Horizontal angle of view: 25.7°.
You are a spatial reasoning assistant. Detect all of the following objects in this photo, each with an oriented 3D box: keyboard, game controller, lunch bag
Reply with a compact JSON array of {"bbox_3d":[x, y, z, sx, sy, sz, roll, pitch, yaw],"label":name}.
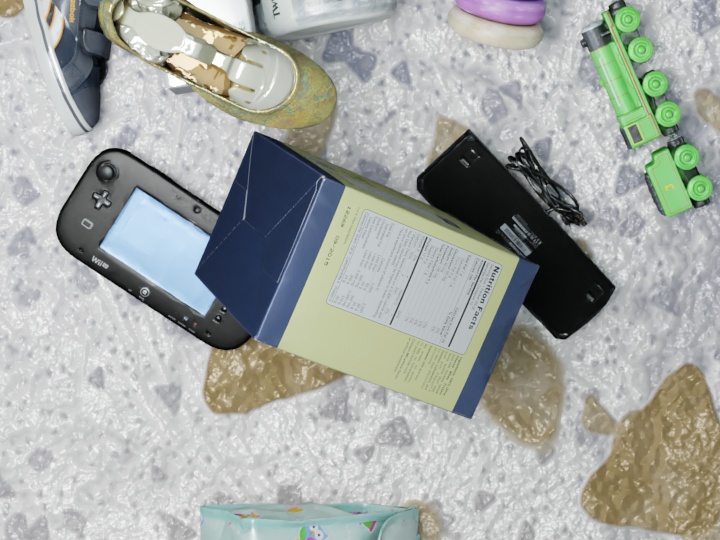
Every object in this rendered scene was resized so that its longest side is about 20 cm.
[{"bbox_3d":[0.150,-0.041,1.407,0.104,0.040,0.200,-41,97,23],"label":"keyboard"},{"bbox_3d":[-0.164,-0.017,1.376,0.199,0.042,0.105,33,91,-5],"label":"game controller"},{"bbox_3d":[-0.033,0.285,1.358,0.199,0.122,0.172,5,87,-32],"label":"lunch bag"}]

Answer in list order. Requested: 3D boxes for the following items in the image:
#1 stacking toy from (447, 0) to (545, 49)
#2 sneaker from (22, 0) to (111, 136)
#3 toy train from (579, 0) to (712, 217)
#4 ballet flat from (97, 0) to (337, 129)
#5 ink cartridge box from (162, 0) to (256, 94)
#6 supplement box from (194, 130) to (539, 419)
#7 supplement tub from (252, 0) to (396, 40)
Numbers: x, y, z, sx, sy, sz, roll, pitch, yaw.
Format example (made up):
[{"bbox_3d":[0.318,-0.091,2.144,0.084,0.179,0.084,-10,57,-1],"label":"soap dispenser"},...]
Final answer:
[{"bbox_3d":[0.134,-0.292,1.328,0.085,0.086,0.202,11,112,-4],"label":"stacking toy"},{"bbox_3d":[-0.240,-0.219,1.339,0.079,0.078,0.202,-15,93,3],"label":"sneaker"},{"bbox_3d":[0.252,-0.141,1.398,0.056,0.042,0.201,-24,95,9],"label":"toy train"},{"bbox_3d":[-0.111,-0.163,1.214,0.199,0.071,0.071,26,92,-6],"label":"ballet flat"},{"bbox_3d":[-0.138,-0.251,1.310,0.083,0.146,0.202,-11,95,-3],"label":"ink cartridge box"},{"bbox_3d":[0.000,0.000,1.280,0.199,0.200,0.135,21,97,-23],"label":"supplement box"},{"bbox_3d":[-0.044,-0.302,1.325,0.121,0.123,0.202,-11,94,-3],"label":"supplement tub"}]
